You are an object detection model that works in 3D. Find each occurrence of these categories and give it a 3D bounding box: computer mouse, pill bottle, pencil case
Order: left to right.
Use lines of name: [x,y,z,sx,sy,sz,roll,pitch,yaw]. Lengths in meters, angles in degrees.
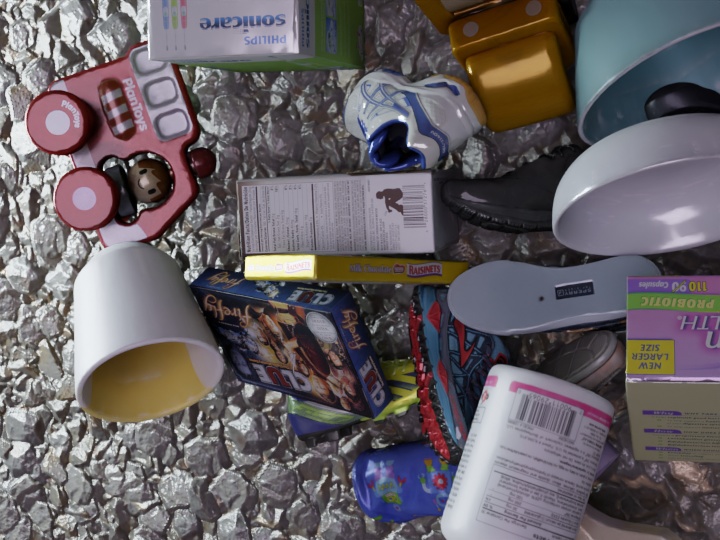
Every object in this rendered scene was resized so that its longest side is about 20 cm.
pencil case: [0.087,0.208,1.001,0.199,0.078,0.087,-15,86,37]
pill bottle: [0.135,0.192,0.856,0.113,0.113,0.201,18,81,14]
computer mouse: [0.315,-0.126,0.867,0.058,0.199,0.034,-27,60,44]

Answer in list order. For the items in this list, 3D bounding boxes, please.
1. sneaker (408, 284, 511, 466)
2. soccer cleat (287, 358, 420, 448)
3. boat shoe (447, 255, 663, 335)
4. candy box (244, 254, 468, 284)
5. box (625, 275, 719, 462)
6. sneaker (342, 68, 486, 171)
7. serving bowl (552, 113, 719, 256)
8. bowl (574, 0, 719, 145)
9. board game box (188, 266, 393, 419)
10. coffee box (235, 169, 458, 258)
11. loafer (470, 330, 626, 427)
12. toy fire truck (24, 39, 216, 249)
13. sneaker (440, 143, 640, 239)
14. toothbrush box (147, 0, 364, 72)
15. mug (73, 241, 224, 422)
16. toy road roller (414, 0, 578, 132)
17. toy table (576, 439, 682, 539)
sneaker: [0.101,0.091,0.961,0.095,0.201,0.080,-2,141,-3]
soccer cleat: [0.010,0.119,1.047,0.199,0.065,0.084,-23,82,18]
boat shoe: [0.188,0.033,0.956,0.199,0.091,0.071,-4,73,18]
candy box: [0.000,0.000,0.948,0.102,0.199,0.027,-4,86,46]
box: [0.322,0.091,0.868,0.175,0.200,0.097,-1,62,18]
sneaker: [0.026,-0.137,0.942,0.088,0.200,0.075,-45,114,-19]
serving bowl: [0.256,-0.078,0.840,0.199,0.200,0.066,-12,68,18]
bowl: [0.266,-0.201,0.867,0.200,0.201,0.106,-23,71,19]
board game box: [-0.071,0.070,1.008,0.199,0.035,0.136,8,132,41]
coffee box: [-0.011,-0.057,1.000,0.199,0.113,0.080,-1,96,18]
loafer: [0.190,0.124,0.974,0.063,0.072,0.200,43,133,-9]
toy fire truck: [-0.248,-0.130,1.073,0.167,0.112,0.201,-20,93,0]
sneaker: [0.174,-0.077,0.952,0.199,0.076,0.091,5,89,-10]
toothbrush box: [-0.092,-0.236,0.952,0.145,0.200,0.087,2,99,17]
mug: [-0.245,0.065,1.056,0.186,0.149,0.154,-42,53,27]
toy road roller: [0.131,-0.213,0.889,0.122,0.200,0.147,-15,74,20]
toy table: [0.208,0.268,0.956,0.117,0.183,0.200,48,138,18]
